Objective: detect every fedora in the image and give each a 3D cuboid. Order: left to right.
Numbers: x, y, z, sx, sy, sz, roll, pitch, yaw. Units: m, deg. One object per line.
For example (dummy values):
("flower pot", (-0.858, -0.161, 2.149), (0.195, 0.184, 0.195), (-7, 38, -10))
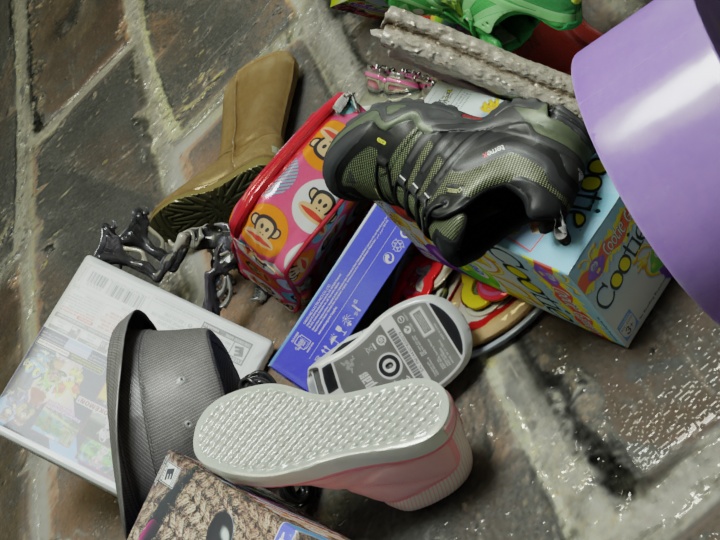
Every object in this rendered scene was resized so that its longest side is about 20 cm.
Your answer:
("fedora", (-0.138, 0.126, 1.085), (0.089, 0.177, 0.202), (-10, 69, 5))

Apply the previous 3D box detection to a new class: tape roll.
("tape roll", (0.216, -0.068, 0.809), (0.085, 0.200, 0.201), (-32, 35, 26))

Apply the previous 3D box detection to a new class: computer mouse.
("computer mouse", (0.001, 0.089, 1.034), (0.199, 0.110, 0.044), (-32, -5, 15))

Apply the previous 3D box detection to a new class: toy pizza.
("toy pizza", (0.093, -0.017, 1.072), (0.200, 0.032, 0.201), (-33, 35, 27))

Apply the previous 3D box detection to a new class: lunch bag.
("lunch bag", (-0.028, -0.062, 1.143), (0.176, 0.082, 0.200), (-50, -8, -12))

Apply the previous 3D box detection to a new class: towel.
("towel", (0.104, -0.141, 1.007), (0.133, 0.199, 0.035), (-43, -25, -84))

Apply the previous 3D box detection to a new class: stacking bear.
("stacking bear", (0.111, -0.214, 1.177), (0.113, 0.122, 0.200), (-34, 26, -4))

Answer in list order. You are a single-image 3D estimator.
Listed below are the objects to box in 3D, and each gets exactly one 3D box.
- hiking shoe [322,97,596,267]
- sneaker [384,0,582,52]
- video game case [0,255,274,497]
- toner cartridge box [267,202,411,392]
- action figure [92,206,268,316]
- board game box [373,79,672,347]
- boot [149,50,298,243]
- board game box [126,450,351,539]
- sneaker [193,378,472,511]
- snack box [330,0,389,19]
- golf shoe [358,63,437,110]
("hiking shoe", (0.051, -0.055, 0.888), (0.199, 0.076, 0.101), (-3, 55, 34))
("sneaker", (0.087, -0.202, 1.021), (0.074, 0.084, 0.199), (-24, 19, -33))
("video game case", (-0.204, 0.103, 1.212), (0.199, 0.023, 0.183), (24, 70, 12))
("toner cartridge box", (0.000, 0.000, 1.100), (0.201, 0.043, 0.095), (-57, 2, 5))
("action figure", (-0.146, -0.001, 1.296), (0.198, 0.103, 0.119), (8, 20, 12))
("board game box", (0.119, -0.044, 0.959), (0.199, 0.103, 0.105), (26, 77, 44))
("boot", (-0.142, -0.132, 1.470), (0.174, 0.066, 0.201), (-22, 40, 19))
("board game box", (-0.088, 0.237, 0.945), (0.199, 0.096, 0.161), (14, 78, 57))
("sneaker", (-0.014, 0.131, 0.964), (0.198, 0.105, 0.076), (-7, 55, 21))
("snack box", (0.047, -0.357, 1.372), (0.200, 0.067, 0.170), (-2, 81, 62))
("golf shoe", (0.066, -0.123, 1.201), (0.200, 0.072, 0.093), (28, 110, 55))
